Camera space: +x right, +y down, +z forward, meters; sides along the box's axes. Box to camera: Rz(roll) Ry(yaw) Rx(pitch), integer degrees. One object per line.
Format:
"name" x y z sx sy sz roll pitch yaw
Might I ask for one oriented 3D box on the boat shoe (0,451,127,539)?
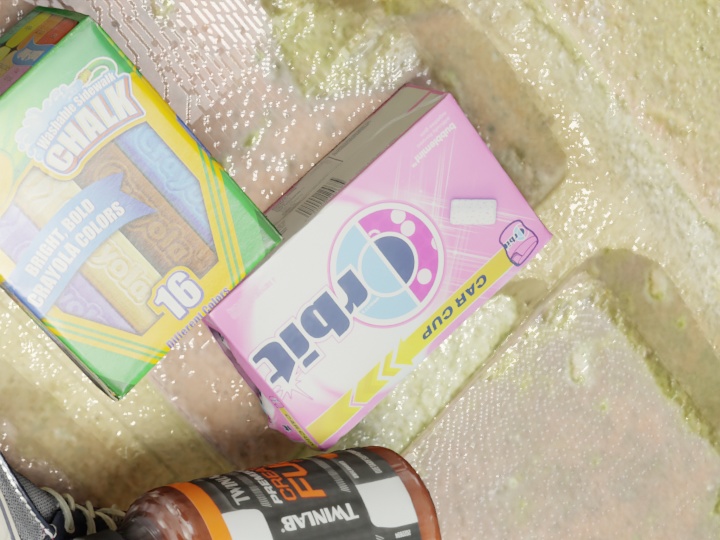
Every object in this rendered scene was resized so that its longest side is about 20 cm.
"boat shoe" -0.167 0.147 0.894 0.092 0.075 0.201 -30 126 -21

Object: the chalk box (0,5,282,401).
"chalk box" -0.161 -0.055 0.823 0.124 0.124 0.200 -43 116 -9

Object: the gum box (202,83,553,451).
"gum box" 0.000 0.000 0.936 0.200 0.066 0.114 -42 113 -9

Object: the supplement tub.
"supplement tub" -0.060 0.162 0.870 0.199 0.107 0.108 -7 105 -34
